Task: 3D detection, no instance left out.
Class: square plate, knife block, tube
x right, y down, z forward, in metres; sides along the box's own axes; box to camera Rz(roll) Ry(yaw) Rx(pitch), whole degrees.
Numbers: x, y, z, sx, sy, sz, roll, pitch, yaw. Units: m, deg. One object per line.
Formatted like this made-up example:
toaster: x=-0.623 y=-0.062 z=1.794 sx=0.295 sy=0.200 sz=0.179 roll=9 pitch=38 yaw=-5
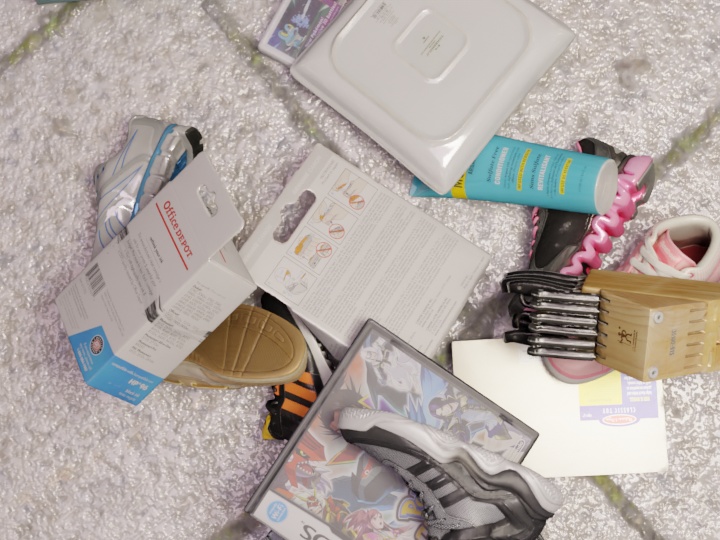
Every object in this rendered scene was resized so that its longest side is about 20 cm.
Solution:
square plate: x=0.065 y=-0.207 z=1.219 sx=0.198 sy=0.028 sz=0.200 roll=39 pitch=86 yaw=12
knife block: x=0.225 y=0.036 z=1.127 sx=0.199 sy=0.175 sz=0.065 roll=-6 pitch=108 yaw=-30
tube: x=0.139 y=-0.092 z=1.209 sx=0.199 sy=0.050 sz=0.078 roll=12 pitch=80 yaw=32

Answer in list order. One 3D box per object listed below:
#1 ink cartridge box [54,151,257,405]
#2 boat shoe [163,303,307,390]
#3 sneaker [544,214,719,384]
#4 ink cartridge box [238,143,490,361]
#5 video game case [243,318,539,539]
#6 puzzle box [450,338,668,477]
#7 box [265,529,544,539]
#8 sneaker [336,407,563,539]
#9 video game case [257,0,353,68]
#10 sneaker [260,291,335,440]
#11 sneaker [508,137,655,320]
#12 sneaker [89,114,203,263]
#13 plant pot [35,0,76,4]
ink cartridge box: x=-0.169 y=0.007 z=1.147 sx=0.200 sy=0.068 sz=0.116 roll=-43 pitch=48 yaw=13
boat shoe: x=-0.129 y=0.075 z=1.200 sx=0.198 sy=0.069 sz=0.074 roll=7 pitch=63 yaw=27
sneaker: x=0.249 y=0.018 z=1.177 sx=0.199 sy=0.105 sz=0.076 roll=-33 pitch=64 yaw=-9
ink cartridge box: x=0.000 y=0.000 z=1.204 sx=0.199 sy=0.050 sz=0.161 roll=32 pitch=65 yaw=5
video game case: x=0.027 y=0.175 z=1.127 sx=0.180 sy=0.026 sz=0.201 roll=34 pitch=87 yaw=4
puzzle box: x=0.187 y=0.128 z=1.226 sx=0.198 sy=0.025 sz=0.134 roll=-3 pitch=85 yaw=2
box: x=0.039 y=0.237 z=1.160 sx=0.199 sy=0.051 sz=0.158 roll=-37 pitch=85 yaw=-1
sneaker: x=0.060 y=0.192 z=1.074 sx=0.199 sy=0.075 sz=0.115 roll=23 pitch=83 yaw=0
video game case: x=0.025 y=-0.259 z=1.263 sx=0.181 sy=0.023 sz=0.201 roll=29 pitch=87 yaw=4
sneaker: x=-0.062 y=0.116 z=1.215 sx=0.090 sy=0.070 sz=0.201 roll=-27 pitch=87 yaw=-3
sneaker: x=0.190 y=-0.039 z=1.223 sx=0.095 sy=0.079 sz=0.201 roll=34 pitch=85 yaw=21
sneaker: x=-0.227 y=-0.057 z=1.246 sx=0.086 sy=0.075 sz=0.201 roll=24 pitch=86 yaw=22
plant pot: x=-0.212 y=-0.366 z=1.207 sx=0.198 sy=0.196 sz=0.198 roll=0 pitch=85 yaw=-8
